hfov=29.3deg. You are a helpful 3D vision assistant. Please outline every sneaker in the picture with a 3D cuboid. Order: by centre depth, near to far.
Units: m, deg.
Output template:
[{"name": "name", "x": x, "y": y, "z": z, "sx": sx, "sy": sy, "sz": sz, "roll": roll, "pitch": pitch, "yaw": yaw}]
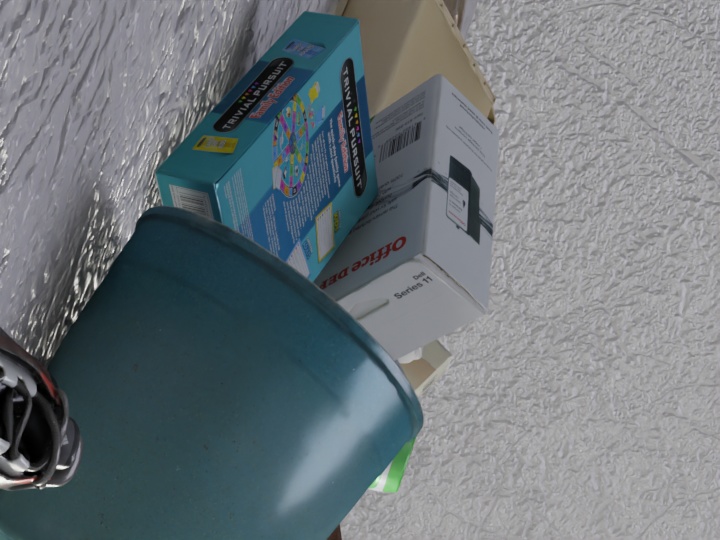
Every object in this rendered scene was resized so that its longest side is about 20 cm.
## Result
[{"name": "sneaker", "x": -0.145, "y": 0.045, "z": 0.528, "sx": 0.200, "sy": 0.081, "sz": 0.078, "roll": 90, "pitch": 20, "yaw": -76}]

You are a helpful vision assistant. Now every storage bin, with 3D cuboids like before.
[{"name": "storage bin", "x": 0.035, "y": -0.132, "z": 1.299, "sx": 0.199, "sy": 0.093, "sz": 0.201, "roll": 53, "pitch": 49, "yaw": -46}]

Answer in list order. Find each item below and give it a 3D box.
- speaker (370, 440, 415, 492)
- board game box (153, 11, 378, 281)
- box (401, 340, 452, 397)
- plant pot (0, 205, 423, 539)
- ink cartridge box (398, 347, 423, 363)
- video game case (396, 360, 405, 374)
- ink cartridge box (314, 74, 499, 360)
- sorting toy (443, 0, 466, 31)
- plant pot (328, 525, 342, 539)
[{"name": "speaker", "x": -0.040, "y": 0.183, "z": 1.563, "sx": 0.088, "sy": 0.198, "sz": 0.089, "roll": 19, "pitch": 90, "yaw": -85}, {"name": "board game box", "x": -0.056, "y": -0.059, "z": 0.939, "sx": 0.200, "sy": 0.047, "sz": 0.152, "roll": -55, "pitch": 149, "yaw": -42}, {"name": "box", "x": 0.028, "y": 0.079, "z": 1.881, "sx": 0.078, "sy": 0.200, "sz": 0.095, "roll": -42, "pitch": 167, "yaw": -11}, {"name": "plant pot", "x": -0.099, "y": 0.102, "z": 0.754, "sx": 0.188, "sy": 0.199, "sz": 0.200, "roll": -53, "pitch": 169, "yaw": -19}, {"name": "ink cartridge box", "x": 0.000, "y": 0.000, "z": 1.413, "sx": 0.201, "sy": 0.143, "sz": 0.085, "roll": -78, "pitch": 166, "yaw": -55}, {"name": "video game case", "x": -0.035, "y": 0.053, "z": 1.206, "sx": 0.023, "sy": 0.183, "sz": 0.200, "roll": -27, "pitch": 179, "yaw": 25}, {"name": "ink cartridge box", "x": 0.028, "y": -0.033, "z": 1.082, "sx": 0.146, "sy": 0.083, "sz": 0.201, "roll": -29, "pitch": -144, "yaw": 35}, {"name": "sorting toy", "x": 0.053, "y": -0.297, "z": 1.411, "sx": 0.181, "sy": 0.106, "sz": 0.202, "roll": 79, "pitch": 20, "yaw": -60}, {"name": "plant pot", "x": -0.093, "y": 0.248, "z": 1.133, "sx": 0.201, "sy": 0.198, "sz": 0.200, "roll": 100, "pitch": -13, "yaw": -63}]
